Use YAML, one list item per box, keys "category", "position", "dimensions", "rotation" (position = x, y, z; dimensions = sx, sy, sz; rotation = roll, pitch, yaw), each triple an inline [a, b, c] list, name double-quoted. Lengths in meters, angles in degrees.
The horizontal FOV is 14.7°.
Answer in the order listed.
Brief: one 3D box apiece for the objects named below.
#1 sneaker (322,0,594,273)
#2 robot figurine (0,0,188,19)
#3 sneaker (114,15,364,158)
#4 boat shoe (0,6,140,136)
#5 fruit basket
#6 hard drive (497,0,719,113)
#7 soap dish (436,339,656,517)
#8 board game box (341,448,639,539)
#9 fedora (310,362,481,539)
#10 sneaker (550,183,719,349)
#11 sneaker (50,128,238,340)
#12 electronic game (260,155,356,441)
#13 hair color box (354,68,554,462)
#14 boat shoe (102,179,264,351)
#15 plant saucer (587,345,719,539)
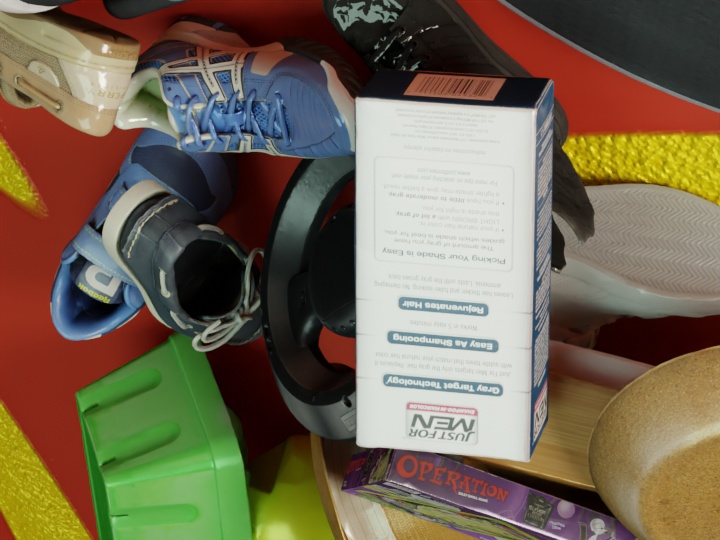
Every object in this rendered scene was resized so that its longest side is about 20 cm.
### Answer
- category: "sneaker"
  position: [0.052, -0.089, 1.557]
  dimensions: [0.199, 0.104, 0.060]
  rotation: [37, 126, -5]
- category: "robot figurine"
  position: [-0.160, -0.219, 1.570]
  dimensions: [0.199, 0.124, 0.151]
  rotation: [-16, 84, 43]
- category: "sneaker"
  position: [-0.068, -0.093, 1.625]
  dimensions: [0.199, 0.077, 0.076]
  rotation: [13, 130, 47]
- category: "boat shoe"
  position: [-0.207, -0.131, 1.677]
  dimensions: [0.200, 0.071, 0.065]
  rotation: [27, 107, 50]
- category: "fruit basket"
  position: [-0.078, 0.149, 1.886]
  dimensions: [0.214, 0.156, 0.217]
  rotation: [-12, 134, -12]
- category: "hard drive"
  position: [0.159, -0.157, 1.471]
  dimensions: [0.199, 0.042, 0.135]
  rotation: [27, 139, 10]
- category: "soap dish"
  position: [0.130, 0.104, 1.651]
  dimensions: [0.156, 0.082, 0.200]
  rotation: [13, 167, 21]
- category: "board game box"
  position: [0.096, 0.147, 1.627]
  dimensions: [0.199, 0.032, 0.120]
  rotation: [20, 165, -10]
- category: "fedora"
  position: [0.040, 0.137, 1.749]
  dimensions: [0.081, 0.201, 0.201]
  rotation: [-20, 119, 18]
- category: "sneaker"
  position: [0.146, 0.008, 1.631]
  dimensions: [0.199, 0.074, 0.116]
  rotation: [11, 149, 21]
- category: "sneaker"
  position: [-0.140, -0.023, 1.776]
  dimensions: [0.074, 0.082, 0.200]
  rotation: [36, 137, 1]
- category: "electronic game"
  position: [0.000, 0.000, 1.639]
  dimensions: [0.041, 0.201, 0.200]
  rotation: [10, 152, -32]
- category: "hair color box"
  position: [0.050, -0.003, 1.504]
  dimensions: [0.099, 0.061, 0.201]
  rotation: [5, 111, 13]
- category: "boat shoe"
  position: [-0.093, 0.007, 1.732]
  dimensions: [0.062, 0.075, 0.200]
  rotation: [38, 170, 28]
- category: "plant saucer"
  position: [0.220, 0.115, 1.496]
  dimensions: [0.199, 0.036, 0.201]
  rotation: [4, 139, 3]
